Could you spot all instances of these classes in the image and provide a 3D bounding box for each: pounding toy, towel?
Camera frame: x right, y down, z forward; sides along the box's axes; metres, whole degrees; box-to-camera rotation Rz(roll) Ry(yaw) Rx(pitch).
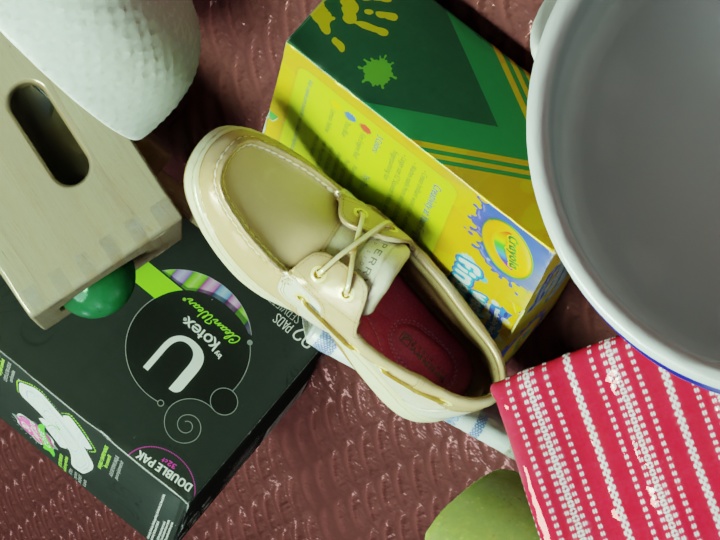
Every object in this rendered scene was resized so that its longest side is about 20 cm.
[{"bbox_3d":[-0.155,-0.054,1.676,0.201,0.142,0.184,56,175,1],"label":"pounding toy"},{"bbox_3d":[0.056,0.066,1.590,0.199,0.024,0.147,29,-174,-4],"label":"towel"},{"bbox_3d":[0.169,0.089,1.367,0.199,0.022,0.145,-20,82,22],"label":"towel"}]

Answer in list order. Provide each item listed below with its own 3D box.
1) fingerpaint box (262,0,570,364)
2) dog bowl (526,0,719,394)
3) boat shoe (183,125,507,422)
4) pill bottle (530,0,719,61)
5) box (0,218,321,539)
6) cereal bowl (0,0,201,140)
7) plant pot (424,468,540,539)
[{"bbox_3d":[0.036,-0.046,1.483,0.167,0.073,0.200,38,158,8],"label":"fingerpaint box"},{"bbox_3d":[0.163,-0.050,1.097,0.200,0.200,0.079,37,179,9],"label":"dog bowl"},{"bbox_3d":[0.000,0.000,1.443,0.200,0.074,0.069,42,158,-25],"label":"boat shoe"},{"bbox_3d":[0.165,-0.048,1.236,0.111,0.111,0.200,4,137,54],"label":"pill bottle"},{"bbox_3d":[-0.145,0.046,1.822,0.200,0.149,0.124,38,158,4],"label":"box"},{"bbox_3d":[-0.150,-0.166,1.503,0.200,0.083,0.200,46,-173,-8],"label":"cereal bowl"},{"bbox_3d":[0.115,0.200,1.494,0.184,0.200,0.201,32,155,26],"label":"plant pot"}]
